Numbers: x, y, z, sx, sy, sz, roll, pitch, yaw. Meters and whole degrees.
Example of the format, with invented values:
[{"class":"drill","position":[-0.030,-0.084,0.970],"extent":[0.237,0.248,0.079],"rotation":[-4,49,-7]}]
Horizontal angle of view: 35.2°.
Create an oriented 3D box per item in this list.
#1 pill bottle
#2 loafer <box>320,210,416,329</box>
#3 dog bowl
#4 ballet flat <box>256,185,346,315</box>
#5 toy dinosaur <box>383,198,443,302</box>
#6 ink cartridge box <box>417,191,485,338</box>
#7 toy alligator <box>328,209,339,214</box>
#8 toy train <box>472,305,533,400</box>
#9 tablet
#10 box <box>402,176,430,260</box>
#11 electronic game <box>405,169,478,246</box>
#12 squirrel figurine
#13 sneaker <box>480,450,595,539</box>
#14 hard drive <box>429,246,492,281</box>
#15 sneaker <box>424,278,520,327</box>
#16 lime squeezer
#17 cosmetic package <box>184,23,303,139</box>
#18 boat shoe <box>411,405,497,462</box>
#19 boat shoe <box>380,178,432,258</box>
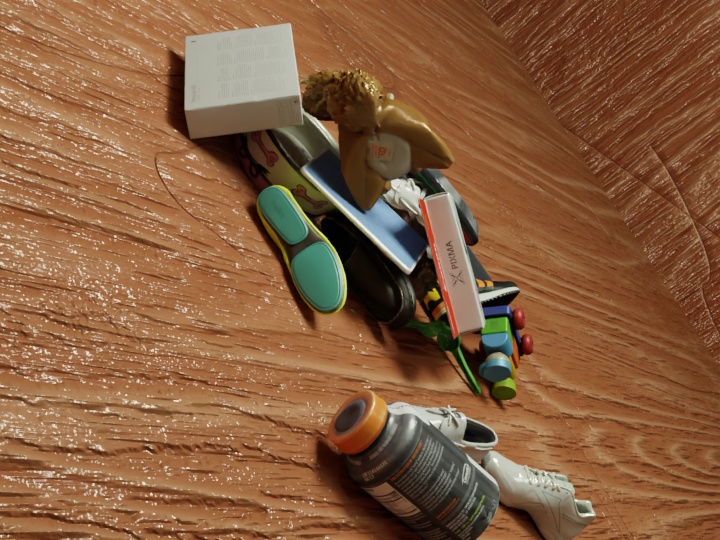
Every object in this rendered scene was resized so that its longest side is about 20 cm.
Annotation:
[{"class":"pill bottle","position":[0.055,0.218,1.266],"extent":[0.200,0.106,0.106],"rotation":[43,23,-23]},{"class":"loafer","position":[0.000,0.000,1.563],"extent":[0.071,0.073,0.200],"rotation":[3,44,-55]},{"class":"dog bowl","position":[-0.096,-0.157,1.596],"extent":[0.200,0.074,0.200],"rotation":[42,23,-22]},{"class":"ballet flat","position":[-0.069,-0.024,1.464],"extent":[0.200,0.067,0.067],"rotation":[59,1,21]},{"class":"toy dinosaur","position":[0.072,-0.023,1.647],"extent":[0.136,0.086,0.201],"rotation":[46,35,-73]},{"class":"ink cartridge box","position":[0.130,-0.010,1.588],"extent":[0.174,0.043,0.201],"rotation":[-10,86,-83]},{"class":"toy alligator","position":[-0.002,-0.069,1.665],"extent":[0.054,0.059,0.200],"rotation":[16,41,-56]},{"class":"toy train","position":[0.228,0.155,1.777],"extent":[0.200,0.084,0.116],"rotation":[65,25,-47]},{"class":"tablet","position":[0.007,-0.082,1.540],"extent":[0.200,0.014,0.130],"rotation":[43,23,-2]},{"class":"box","position":[0.042,-0.110,1.836],"extent":[0.158,0.048,0.200],"rotation":[39,25,-28]},{"class":"electronic game","position":[0.120,-0.119,1.811],"extent":[0.200,0.042,0.200],"rotation":[51,-3,3]},{"class":"squirrel figurine","position":[0.013,-0.206,1.550],"extent":[0.200,0.141,0.187],"rotation":[51,12,-22]},{"class":"sneaker","position":[0.244,0.300,1.560],"extent":[0.200,0.080,0.071],"rotation":[40,26,-25]},{"class":"hard drive","position":[0.177,0.008,1.929],"extent":[0.200,0.042,0.135],"rotation":[56,22,7]},{"class":"sneaker","position":[0.174,0.028,1.807],"extent":[0.200,0.070,0.090],"rotation":[-12,60,-45]},{"class":"lime squeezer","position":[0.111,0.105,1.672],"extent":[0.200,0.038,0.071],"rotation":[39,56,-31]},{"class":"cosmetic package","position":[-0.160,-0.258,1.528],"extent":[0.200,0.150,0.052],"rotation":[-99,-175,-50]},{"class":"boat shoe","position":[0.106,0.203,1.443],"extent":[0.200,0.068,0.072],"rotation":[33,28,-41]},{"class":"boat shoe","position":[0.073,-0.110,1.743],"extent":[0.200,0.065,0.074],"rotation":[46,24,-16]}]
